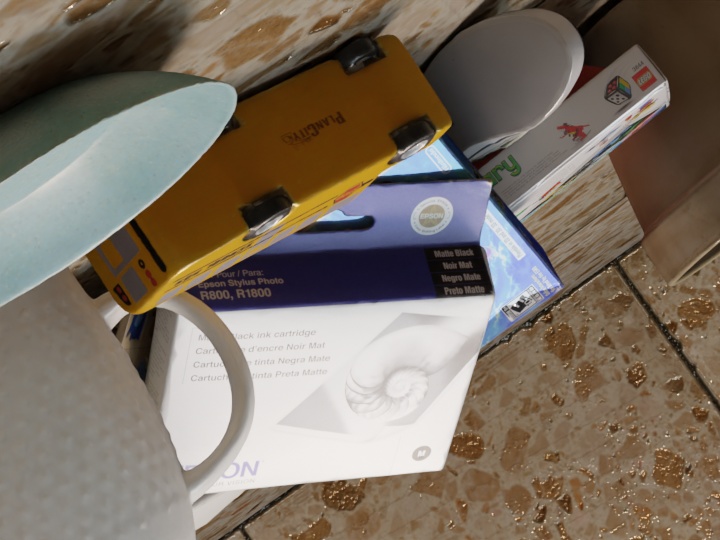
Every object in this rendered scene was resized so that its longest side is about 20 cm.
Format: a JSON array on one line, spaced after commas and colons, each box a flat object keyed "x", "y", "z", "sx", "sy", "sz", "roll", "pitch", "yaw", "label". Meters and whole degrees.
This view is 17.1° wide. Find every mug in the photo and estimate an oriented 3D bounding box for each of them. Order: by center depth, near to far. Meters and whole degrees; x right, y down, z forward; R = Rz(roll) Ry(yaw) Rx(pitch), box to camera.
[{"x": -0.149, "y": 0.088, "z": 1.244, "sx": 0.200, "sy": 0.176, "sz": 0.148, "roll": -34, "pitch": 172, "yaw": -12, "label": "mug"}]

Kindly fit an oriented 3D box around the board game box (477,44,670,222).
[{"x": 0.111, "y": -0.064, "z": 1.534, "sx": 0.200, "sy": 0.035, "sz": 0.126, "roll": -39, "pitch": 174, "yaw": 5, "label": "board game box"}]

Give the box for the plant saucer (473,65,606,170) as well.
[{"x": 0.069, "y": -0.058, "z": 1.635, "sx": 0.200, "sy": 0.037, "sz": 0.200, "roll": -34, "pitch": 170, "yaw": -26, "label": "plant saucer"}]

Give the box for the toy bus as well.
[{"x": -0.047, "y": -0.052, "z": 1.243, "sx": 0.200, "sy": 0.065, "sz": 0.078, "roll": -29, "pitch": 171, "yaw": -37, "label": "toy bus"}]

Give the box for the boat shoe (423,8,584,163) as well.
[{"x": 0.077, "y": -0.105, "z": 1.451, "sx": 0.066, "sy": 0.072, "sz": 0.200, "roll": -36, "pitch": 175, "yaw": -40, "label": "boat shoe"}]

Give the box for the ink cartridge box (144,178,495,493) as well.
[{"x": -0.024, "y": 0.042, "z": 1.392, "sx": 0.199, "sy": 0.041, "sz": 0.201, "roll": -4, "pitch": 129, "yaw": -21, "label": "ink cartridge box"}]

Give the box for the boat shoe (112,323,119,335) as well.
[{"x": -0.159, "y": 0.072, "z": 1.515, "sx": 0.076, "sy": 0.072, "sz": 0.200, "roll": -46, "pitch": 175, "yaw": -35, "label": "boat shoe"}]

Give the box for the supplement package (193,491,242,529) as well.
[{"x": -0.180, "y": 0.149, "z": 1.698, "sx": 0.200, "sy": 0.118, "sz": 0.117, "roll": -27, "pitch": 168, "yaw": -44, "label": "supplement package"}]

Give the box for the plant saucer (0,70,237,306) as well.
[{"x": -0.146, "y": -0.035, "z": 1.035, "sx": 0.201, "sy": 0.039, "sz": 0.201, "roll": -35, "pitch": 172, "yaw": -6, "label": "plant saucer"}]

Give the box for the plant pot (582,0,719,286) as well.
[{"x": 0.243, "y": -0.118, "z": 1.667, "sx": 0.200, "sy": 0.174, "sz": 0.200, "roll": -36, "pitch": 173, "yaw": -5, "label": "plant pot"}]

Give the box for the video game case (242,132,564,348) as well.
[{"x": 0.000, "y": 0.000, "z": 1.428, "sx": 0.181, "sy": 0.046, "sz": 0.200, "roll": -36, "pitch": 134, "yaw": 9, "label": "video game case"}]

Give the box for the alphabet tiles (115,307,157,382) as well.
[{"x": -0.136, "y": 0.091, "z": 1.413, "sx": 0.200, "sy": 0.008, "sz": 0.168, "roll": -2, "pitch": 110, "yaw": -75, "label": "alphabet tiles"}]
